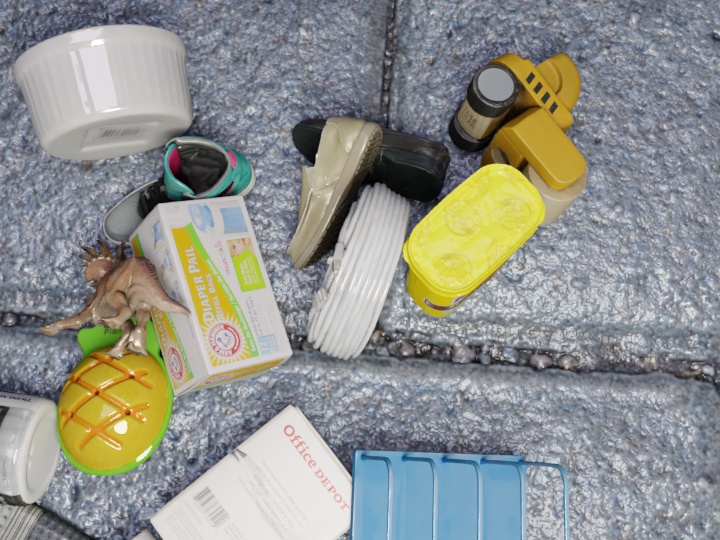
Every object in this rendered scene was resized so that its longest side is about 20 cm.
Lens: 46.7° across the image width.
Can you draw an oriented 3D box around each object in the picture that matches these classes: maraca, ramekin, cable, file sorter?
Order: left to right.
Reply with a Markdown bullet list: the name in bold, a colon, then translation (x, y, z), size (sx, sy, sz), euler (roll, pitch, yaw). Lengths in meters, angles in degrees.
- **ramekin**: translation (-0.294, -0.201, 0.980), size (0.200, 0.200, 0.098), euler (-13, 86, -2)
- **maraca**: translation (-0.279, 0.135, 0.956), size (0.136, 0.107, 0.201), euler (-3, 63, 3)
- **cable**: translation (0.000, 0.000, 0.930), size (0.069, 0.200, 0.201), euler (21, 58, 0)
- **file sorter**: translation (0.100, 0.258, 0.855), size (0.199, 0.123, 0.139), euler (5, 77, -14)

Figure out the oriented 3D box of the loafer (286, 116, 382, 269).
- **loafer**: translation (-0.041, -0.095, 0.988), size (0.068, 0.076, 0.201), euler (32, 109, 14)

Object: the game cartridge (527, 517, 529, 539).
- **game cartridge**: translation (0.119, 0.374, 0.934), size (0.133, 0.042, 0.201), euler (4, 79, 6)

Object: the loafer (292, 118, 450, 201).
- **loafer**: translation (0.014, -0.148, 1.033), size (0.199, 0.073, 0.072), euler (21, 51, 7)

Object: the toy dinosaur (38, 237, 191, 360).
- **toy dinosaur**: translation (-0.260, 0.018, 0.914), size (0.199, 0.086, 0.136), euler (-12, 51, 39)

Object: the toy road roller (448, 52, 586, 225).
- **toy road roller**: translation (0.214, -0.171, 1.002), size (0.146, 0.123, 0.200), euler (-31, 79, -16)

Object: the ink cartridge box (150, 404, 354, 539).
- **ink cartridge box**: translation (-0.106, 0.269, 0.934), size (0.200, 0.083, 0.147), euler (-38, 81, -7)

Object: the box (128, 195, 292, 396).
- **box**: translation (-0.173, 0.028, 0.954), size (0.112, 0.101, 0.201), euler (-11, 76, -38)

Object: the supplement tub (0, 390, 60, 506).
- **supplement tub**: translation (-0.452, 0.191, 0.937), size (0.199, 0.123, 0.123), euler (8, 79, 2)

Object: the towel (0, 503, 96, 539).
- **towel**: translation (-0.382, 0.381, 0.948), size (0.192, 0.035, 0.201), euler (29, 78, 4)

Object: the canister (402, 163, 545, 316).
- **canister**: translation (0.118, -0.024, 0.930), size (0.148, 0.200, 0.087), euler (-42, 81, -7)

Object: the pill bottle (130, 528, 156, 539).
- **pill bottle**: translation (-0.208, 0.387, 0.890), size (0.113, 0.113, 0.200), euler (-38, 84, -6)

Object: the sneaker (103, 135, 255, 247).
- **sneaker**: translation (-0.225, -0.095, 0.991), size (0.199, 0.121, 0.084), euler (-27, 78, -3)
